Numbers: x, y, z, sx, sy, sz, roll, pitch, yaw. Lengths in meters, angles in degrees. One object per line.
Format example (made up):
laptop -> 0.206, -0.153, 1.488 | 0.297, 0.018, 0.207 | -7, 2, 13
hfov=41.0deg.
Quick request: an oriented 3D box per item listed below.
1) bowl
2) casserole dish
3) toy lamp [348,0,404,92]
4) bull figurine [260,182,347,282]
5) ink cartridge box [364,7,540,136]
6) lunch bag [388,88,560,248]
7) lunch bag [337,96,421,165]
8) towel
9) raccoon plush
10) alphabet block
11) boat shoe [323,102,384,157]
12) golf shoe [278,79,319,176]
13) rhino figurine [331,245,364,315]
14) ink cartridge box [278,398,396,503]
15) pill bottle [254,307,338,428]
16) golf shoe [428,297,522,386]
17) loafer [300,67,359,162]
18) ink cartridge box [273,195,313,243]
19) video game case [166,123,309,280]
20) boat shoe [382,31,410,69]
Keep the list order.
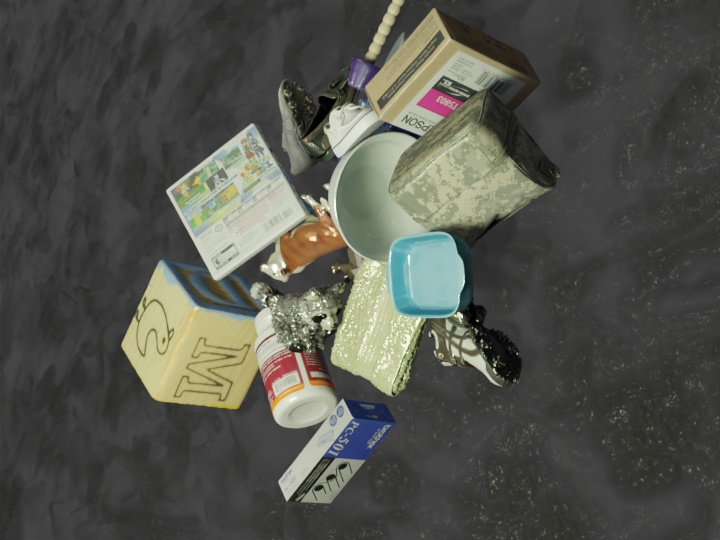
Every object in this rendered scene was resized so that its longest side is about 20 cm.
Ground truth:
bowl -> 0.025, -0.118, 1.508 | 0.090, 0.201, 0.201 | 20, 94, 58
casserole dish -> 0.103, 0.007, 1.387 | 0.200, 0.039, 0.121 | -5, 89, 61
toy lamp -> 0.036, -0.407, 1.671 | 0.058, 0.058, 0.200 | 34, 103, 48
bull figurine -> -0.094, -0.060, 1.608 | 0.200, 0.065, 0.121 | -22, 94, 31
ink cartridge box -> 0.136, -0.271, 1.412 | 0.165, 0.200, 0.075 | -47, 48, 32
lunch bag -> 0.161, -0.132, 1.376 | 0.200, 0.168, 0.139 | -37, 19, 35
lunch bag -> 0.022, -0.230, 1.632 | 0.151, 0.094, 0.200 | -52, 36, 29
towel -> 0.034, 0.083, 1.519 | 0.148, 0.036, 0.200 | 26, 104, 29
raccoon plush -> -0.111, 0.045, 1.580 | 0.200, 0.097, 0.134 | 31, 130, 21
alphabet block -> -0.301, 0.121, 1.810 | 0.195, 0.196, 0.200 | 43, 112, 48
boat shoe -> -0.020, -0.224, 1.483 | 0.074, 0.065, 0.200 | -38, 5, -17
golf shoe -> -0.128, -0.269, 1.819 | 0.097, 0.078, 0.200 | -45, 48, 39
rhino figurine -> 0.000, 0.000, 1.601 | 0.087, 0.060, 0.200 | -4, 80, 38
ink cartridge box -> -0.039, 0.291, 1.536 | 0.200, 0.094, 0.044 | -54, 45, 24
pill bottle -> -0.117, 0.159, 1.650 | 0.113, 0.113, 0.200 | -46, 48, 31
golf shoe -> 0.160, 0.115, 1.379 | 0.095, 0.078, 0.200 | -61, 32, 22
loafer -> -0.052, -0.287, 1.700 | 0.072, 0.063, 0.200 | -23, 44, 50
ink cartridge box -> -0.194, -0.117, 1.718 | 0.145, 0.200, 0.084 | -121, 52, -76
video game case -> -0.206, -0.112, 1.592 | 0.200, 0.022, 0.182 | -34, 78, 19
boat shoe -> 0.080, -0.324, 1.594 | 0.074, 0.068, 0.199 | -55, 20, 33
